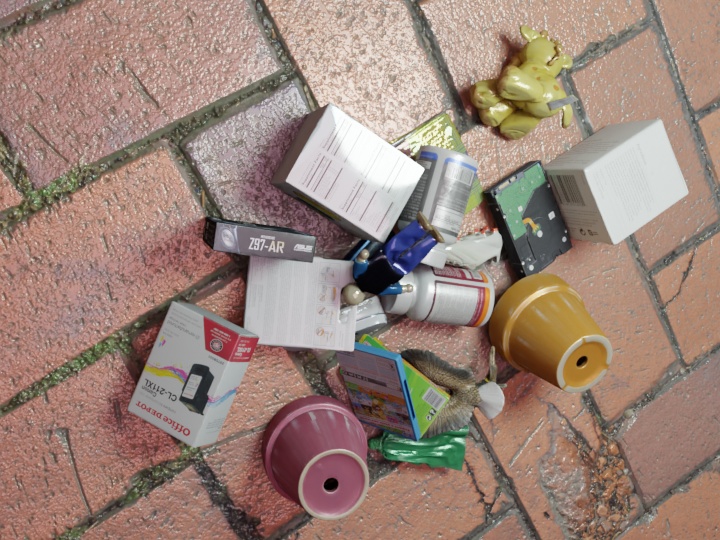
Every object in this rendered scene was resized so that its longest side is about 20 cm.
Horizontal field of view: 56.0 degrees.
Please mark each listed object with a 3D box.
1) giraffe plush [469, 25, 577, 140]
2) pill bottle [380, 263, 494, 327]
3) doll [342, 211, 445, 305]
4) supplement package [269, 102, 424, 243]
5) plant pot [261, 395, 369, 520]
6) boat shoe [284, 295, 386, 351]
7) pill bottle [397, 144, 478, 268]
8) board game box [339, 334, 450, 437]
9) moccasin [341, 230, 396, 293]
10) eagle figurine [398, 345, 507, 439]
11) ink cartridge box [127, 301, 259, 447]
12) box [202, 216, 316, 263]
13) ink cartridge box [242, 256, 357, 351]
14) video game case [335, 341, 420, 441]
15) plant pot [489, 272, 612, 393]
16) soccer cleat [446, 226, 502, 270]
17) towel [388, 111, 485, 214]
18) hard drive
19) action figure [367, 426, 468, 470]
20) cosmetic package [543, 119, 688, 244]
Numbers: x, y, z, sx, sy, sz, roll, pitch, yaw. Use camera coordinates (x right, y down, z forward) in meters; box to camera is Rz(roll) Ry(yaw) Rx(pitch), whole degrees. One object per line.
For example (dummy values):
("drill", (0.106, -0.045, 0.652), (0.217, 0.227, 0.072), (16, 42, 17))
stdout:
("giraffe plush", (0.321, -0.368, 1.279), (0.172, 0.198, 0.164), (41, 56, -48))
("pill bottle", (0.146, 0.046, 1.291), (0.197, 0.109, 0.111), (8, 95, -19))
("doll", (0.050, -0.006, 1.149), (0.199, 0.049, 0.136), (-39, 128, 13))
("supplement package", (-0.027, -0.165, 1.182), (0.199, 0.152, 0.152), (31, 86, -18))
("plant pot", (-0.068, 0.348, 1.222), (0.197, 0.179, 0.203), (-3, 99, -17))
("boat shoe", (-0.052, 0.098, 1.262), (0.197, 0.074, 0.066), (-14, 74, -12))
("pill bottle", (0.132, -0.112, 1.217), (0.112, 0.114, 0.203), (15, 93, -19))
("board game box", (0.062, 0.214, 1.280), (0.199, 0.030, 0.096), (37, 101, 8))
("moccasin", (0.000, 0.000, 1.251), (0.200, 0.080, 0.068), (-46, 103, -7))
("eagle figurine", (0.172, 0.236, 1.312), (0.197, 0.153, 0.152), (1, 137, -12))
("ink cartridge box", (-0.282, 0.175, 1.147), (0.144, 0.083, 0.202), (23, 89, 16))
("box", (-0.174, -0.053, 1.125), (0.158, 0.200, 0.044), (7, 95, -18))
("ink cartridge box", (-0.106, 0.057, 1.206), (0.197, 0.057, 0.165), (5, 86, -7))
("video game case", (0.031, 0.218, 1.236), (0.018, 0.142, 0.202), (-45, 132, -39))
("plant pot", (0.381, 0.134, 1.315), (0.198, 0.183, 0.203), (-9, 117, -19))
("soccer cleat", (0.191, -0.032, 1.320), (0.198, 0.069, 0.079), (-12, 104, -19))
("towel", (0.151, -0.190, 1.308), (0.143, 0.023, 0.201), (-35, 107, -12))
("hard drive", (0.339, -0.101, 1.362), (0.139, 0.038, 0.202), (-34, 109, -22))
("action figure", (0.111, 0.342, 1.349), (0.197, 0.055, 0.120), (2, 98, -11))
("cosmetic package", (0.500, -0.177, 1.350), (0.199, 0.165, 0.166), (-32, 106, -11))
